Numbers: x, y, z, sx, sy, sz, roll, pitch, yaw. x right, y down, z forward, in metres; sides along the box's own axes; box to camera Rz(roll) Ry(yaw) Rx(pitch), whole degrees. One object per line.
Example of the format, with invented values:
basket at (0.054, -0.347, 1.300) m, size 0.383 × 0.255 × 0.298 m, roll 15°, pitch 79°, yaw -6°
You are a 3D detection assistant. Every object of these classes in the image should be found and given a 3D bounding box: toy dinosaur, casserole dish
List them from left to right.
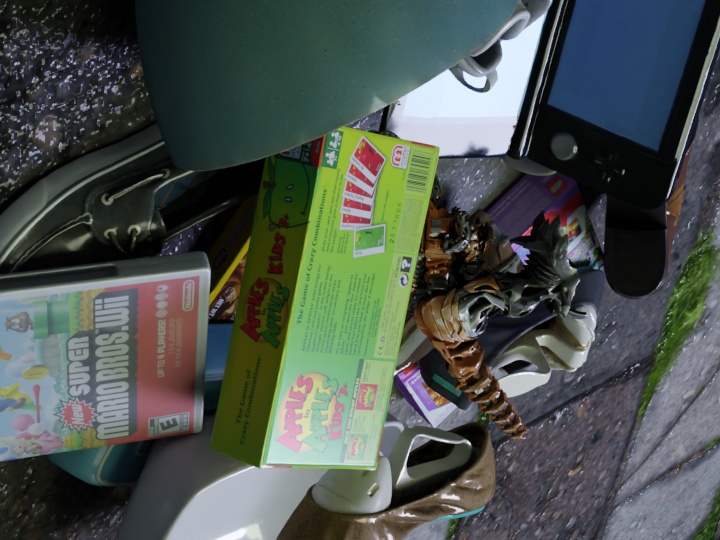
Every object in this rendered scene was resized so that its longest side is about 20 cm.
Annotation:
casserole dish at (-0.116, 0.092, 1.186) m, size 0.199 × 0.039 × 0.122 m, roll 1°, pitch 128°, yaw -51°
toy dinosaur at (0.078, 0.013, 1.254) m, size 0.135 × 0.102 × 0.201 m, roll -19°, pitch 116°, yaw -1°

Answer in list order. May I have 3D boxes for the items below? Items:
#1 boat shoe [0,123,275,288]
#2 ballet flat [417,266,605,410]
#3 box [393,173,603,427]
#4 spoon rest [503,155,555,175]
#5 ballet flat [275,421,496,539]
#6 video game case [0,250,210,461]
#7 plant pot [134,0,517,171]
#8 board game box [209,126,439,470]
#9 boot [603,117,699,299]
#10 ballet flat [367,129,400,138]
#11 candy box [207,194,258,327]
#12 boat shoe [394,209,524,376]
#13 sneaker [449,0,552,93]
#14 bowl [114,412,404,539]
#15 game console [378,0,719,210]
boat shoe at (-0.132, -0.036, 1.048) m, size 0.199 × 0.057 × 0.069 m, roll -34°, pitch 147°, yaw -21°
ballet flat at (0.133, 0.057, 1.393) m, size 0.199 × 0.073 × 0.073 m, roll -21°, pitch 141°, yaw -36°
box at (0.100, 0.020, 1.414) m, size 0.200 × 0.039 × 0.137 m, roll -43°, pitch 150°, yaw -6°
spoon rest at (0.147, -0.143, 1.266) m, size 0.099 × 0.061 × 0.201 m, roll -28°, pitch 145°, yaw -29°
ballet flat at (0.020, 0.140, 1.175) m, size 0.199 × 0.068 × 0.073 m, roll -14°, pitch 120°, yaw -43°
video game case at (-0.187, 0.056, 1.048) m, size 0.198 × 0.018 × 0.144 m, roll -7°, pitch 136°, yaw -15°
plant pot at (-0.036, -0.159, 0.929) m, size 0.199 × 0.200 × 0.135 m, roll -33°, pitch 109°, yaw -22°
board game box at (-0.020, 0.015, 1.078) m, size 0.101 × 0.047 × 0.202 m, roll 8°, pitch 95°, yaw -47°
boot at (0.220, -0.073, 1.377) m, size 0.200 × 0.068 × 0.190 m, roll -19°, pitch 109°, yaw -81°
ballet flat at (0.000, 0.000, 1.192) m, size 0.070 × 0.065 × 0.201 m, roll -29°, pitch 150°, yaw -37°
candy box at (-0.063, -0.002, 1.201) m, size 0.201 × 0.026 × 0.102 m, roll -55°, pitch 152°, yaw 14°
boat shoe at (0.022, 0.027, 1.306) m, size 0.199 × 0.076 × 0.072 m, roll -35°, pitch -171°, yaw -15°
sneaker at (0.060, -0.200, 1.035) m, size 0.075 × 0.115 × 0.201 m, roll -25°, pitch 144°, yaw -41°
bowl at (-0.084, 0.161, 1.202) m, size 0.199 × 0.075 × 0.201 m, roll -15°, pitch 140°, yaw -43°
game console at (0.126, -0.141, 1.145) m, size 0.118 × 0.170 × 0.201 m, roll -31°, pitch 141°, yaw -52°
